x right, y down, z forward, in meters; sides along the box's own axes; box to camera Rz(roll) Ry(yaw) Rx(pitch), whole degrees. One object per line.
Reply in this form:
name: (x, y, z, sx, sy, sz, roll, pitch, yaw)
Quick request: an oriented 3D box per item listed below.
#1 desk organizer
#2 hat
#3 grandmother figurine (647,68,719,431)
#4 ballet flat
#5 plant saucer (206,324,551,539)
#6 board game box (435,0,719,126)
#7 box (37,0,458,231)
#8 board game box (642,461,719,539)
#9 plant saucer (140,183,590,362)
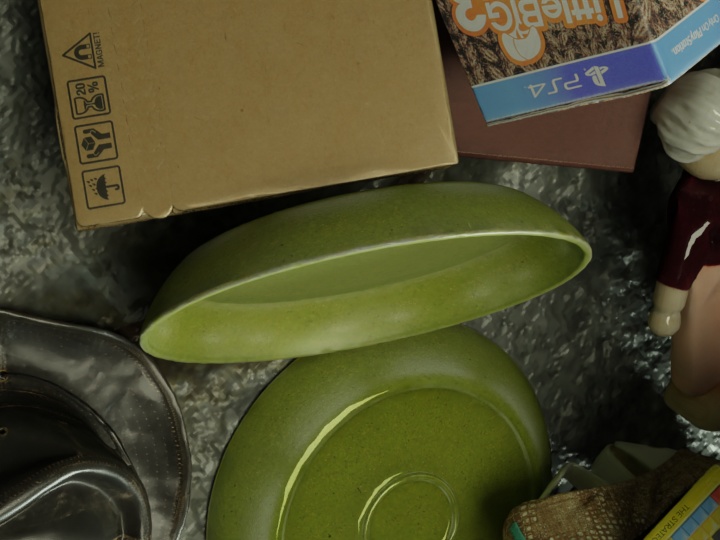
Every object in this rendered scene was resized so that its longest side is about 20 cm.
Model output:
desk organizer: (0.040, -0.098, 0.922, 0.199, 0.072, 0.078, 3, 105, -29)
hat: (-0.154, 0.114, 0.871, 0.199, 0.081, 0.202, -9, 109, -26)
grandmother figurine: (0.177, -0.019, 0.991, 0.201, 0.060, 0.122, 78, 26, -43)
ballet flat: (0.137, 0.120, 1.031, 0.071, 0.065, 0.200, -53, 159, 26)
plant saucer: (0.019, 0.124, 0.998, 0.199, 0.031, 0.201, -9, 109, -26)
board game box: (0.093, -0.188, 0.827, 0.159, 0.096, 0.201, -38, 110, -42)
box: (-0.054, -0.128, 0.821, 0.162, 0.021, 0.202, -10, 89, -4)
board game box: (0.141, 0.194, 1.001, 0.200, 0.057, 0.165, -48, 161, 4)
plant saucer: (0.000, 0.000, 0.866, 0.199, 0.200, 0.031, -5, 77, -27)
